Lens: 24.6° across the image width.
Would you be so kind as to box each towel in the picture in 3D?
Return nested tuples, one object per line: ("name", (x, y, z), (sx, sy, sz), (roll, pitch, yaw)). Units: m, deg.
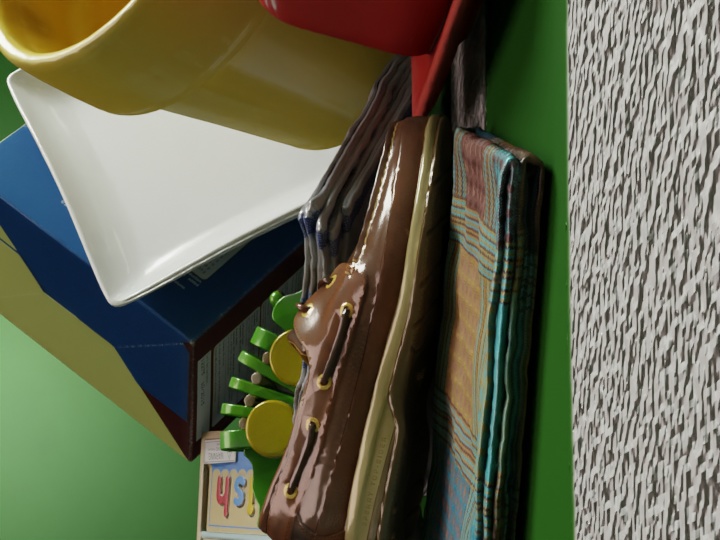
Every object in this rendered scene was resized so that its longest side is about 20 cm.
("towel", (0.042, 0.050, 0.630), (0.147, 0.021, 0.203), (-119, 33, -80))
("towel", (0.000, 0.000, 0.841), (0.201, 0.024, 0.147), (94, -162, -45))

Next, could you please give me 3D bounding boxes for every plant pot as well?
("plant pot", (-0.067, -0.160, 0.882), (0.200, 0.188, 0.203), (-24, 53, 37))

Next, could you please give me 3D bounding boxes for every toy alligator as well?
("toy alligator", (-0.036, 0.039, 0.901), (0.059, 0.054, 0.202), (35, -107, -75))

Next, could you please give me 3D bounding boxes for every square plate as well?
("square plate", (-0.096, -0.089, 1.014), (0.201, 0.197, 0.029), (59, 173, 32))

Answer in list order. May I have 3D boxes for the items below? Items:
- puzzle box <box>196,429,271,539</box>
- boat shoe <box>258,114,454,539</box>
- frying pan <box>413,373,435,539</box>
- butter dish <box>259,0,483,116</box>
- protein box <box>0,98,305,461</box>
("puzzle box", (-0.039, 0.159, 0.958), (0.199, 0.025, 0.135), (-11, 75, 55))
("boat shoe", (0.001, 0.027, 0.711), (0.072, 0.067, 0.202), (42, -123, -71))
("frying pan", (0.024, 0.086, 0.803), (0.115, 0.031, 0.192), (-98, 15, -72))
("butter dish", (-0.014, -0.188, 0.699), (0.200, 0.146, 0.202), (107, 166, -72))
("protein box", (-0.118, -0.028, 1.093), (0.200, 0.198, 0.136), (-43, -23, -33))
